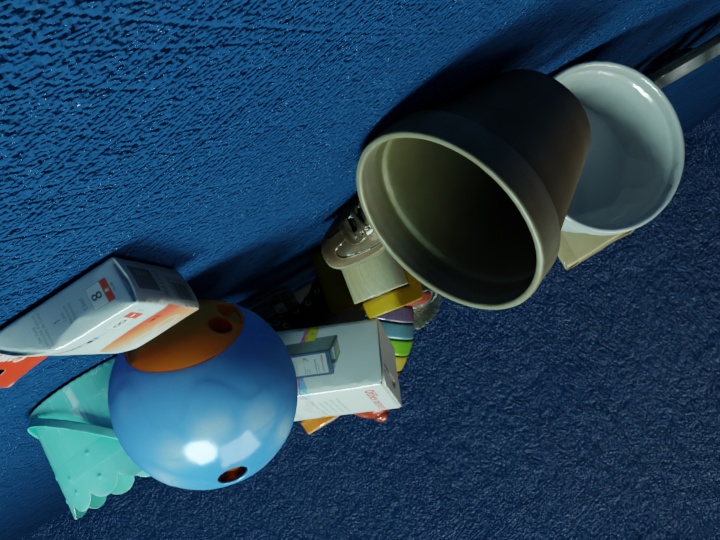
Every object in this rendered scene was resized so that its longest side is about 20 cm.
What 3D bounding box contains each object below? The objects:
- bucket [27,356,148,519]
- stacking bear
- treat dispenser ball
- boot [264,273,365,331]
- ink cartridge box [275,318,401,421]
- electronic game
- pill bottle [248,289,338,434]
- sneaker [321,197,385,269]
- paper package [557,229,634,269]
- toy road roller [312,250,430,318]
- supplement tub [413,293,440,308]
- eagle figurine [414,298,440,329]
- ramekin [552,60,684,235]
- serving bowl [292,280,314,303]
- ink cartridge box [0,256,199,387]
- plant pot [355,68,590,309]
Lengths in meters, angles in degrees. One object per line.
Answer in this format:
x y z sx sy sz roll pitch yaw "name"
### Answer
-0.295 0.194 1.107 0.207 0.135 0.207 -32 173 -5 "bucket"
0.023 0.121 1.342 0.121 0.201 0.114 10 -178 19 "stacking bear"
-0.167 0.131 0.962 0.200 0.201 0.201 -31 173 -4 "treat dispenser ball"
-0.080 0.048 1.248 0.073 0.203 0.154 155 -47 -73 "boot"
-0.058 0.131 1.126 0.199 0.088 0.145 -7 159 9 "ink cartridge box"
0.482 -0.314 1.383 0.199 0.042 0.200 -30 -179 1 "electronic game"
-0.097 0.137 1.320 0.106 0.201 0.106 -31 174 -4 "pill bottle"
0.024 -0.078 0.987 0.200 0.071 0.075 -38 153 16 "sneaker"
0.279 -0.114 1.237 0.103 0.201 0.191 -33 174 15 "paper package"
0.000 0.000 1.147 0.145 0.123 0.200 -22 177 20 "toy road roller"
0.116 -0.014 1.536 0.200 0.123 0.122 -28 172 -32 "supplement tub"
0.032 0.048 1.628 0.199 0.152 0.152 -23 165 13 "eagle figurine"
0.269 -0.137 1.071 0.200 0.201 0.105 -31 -178 -12 "ramekin"
-0.110 0.086 1.478 0.200 0.066 0.200 -32 174 -4 "serving bowl"
-0.249 0.065 0.765 0.200 0.050 0.162 -36 173 3 "ink cartridge box"
0.124 -0.094 0.842 0.174 0.200 0.200 -47 -179 -29 "plant pot"
